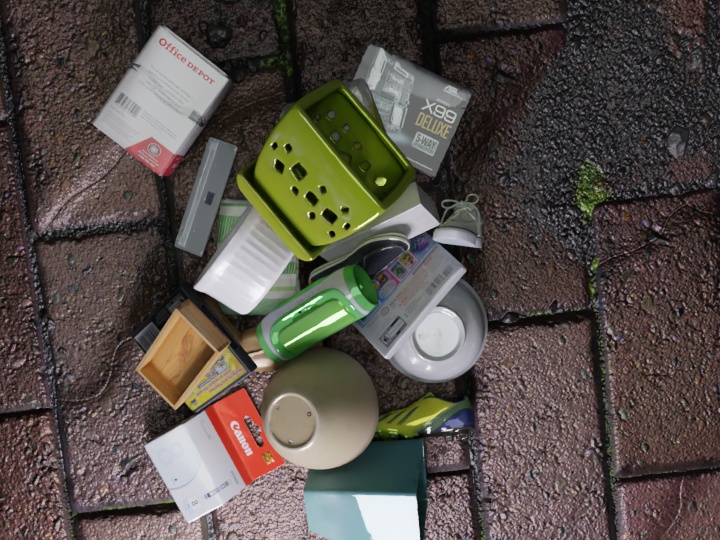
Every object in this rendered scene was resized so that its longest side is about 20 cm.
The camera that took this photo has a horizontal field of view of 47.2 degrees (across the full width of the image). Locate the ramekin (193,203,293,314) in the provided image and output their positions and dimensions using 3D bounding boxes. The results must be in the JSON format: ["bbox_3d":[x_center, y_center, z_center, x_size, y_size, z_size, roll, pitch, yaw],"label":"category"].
[{"bbox_3d":[-0.175,-0.027,1.336,0.097,0.201,0.202,36,94,-11],"label":"ramekin"}]

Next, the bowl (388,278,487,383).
[{"bbox_3d":[0.129,0.103,1.423,0.198,0.090,0.205,0,94,-1],"label":"bowl"}]

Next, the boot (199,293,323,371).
[{"bbox_3d":[-0.171,0.101,1.425,0.197,0.066,0.177,-12,117,1],"label":"boot"}]

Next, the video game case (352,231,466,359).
[{"bbox_3d":[0.053,0.017,1.402,0.200,0.024,0.182,-49,60,4],"label":"video game case"}]

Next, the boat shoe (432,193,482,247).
[{"bbox_3d":[0.170,-0.084,1.355,0.073,0.202,0.088,8,92,20],"label":"boat shoe"}]

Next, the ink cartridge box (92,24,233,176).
[{"bbox_3d":[-0.327,-0.282,1.386,0.146,0.083,0.201,37,94,-4],"label":"ink cartridge box"}]

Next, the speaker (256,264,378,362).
[{"bbox_3d":[-0.071,0.071,1.331,0.199,0.088,0.089,-31,95,20],"label":"speaker"}]

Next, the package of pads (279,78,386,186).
[{"bbox_3d":[-0.027,-0.200,1.365,0.152,0.068,0.202,-16,113,18],"label":"package of pads"}]

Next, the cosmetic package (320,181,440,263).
[{"bbox_3d":[0.027,-0.072,1.377,0.198,0.082,0.051,-25,57,20],"label":"cosmetic package"}]

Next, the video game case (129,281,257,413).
[{"bbox_3d":[-0.286,0.135,1.394,0.181,0.025,0.199,51,131,-4],"label":"video game case"}]

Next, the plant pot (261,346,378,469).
[{"bbox_3d":[-0.084,0.231,1.337,0.197,0.134,0.204,0,90,20],"label":"plant pot"}]

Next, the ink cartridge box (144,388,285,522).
[{"bbox_3d":[-0.257,0.327,1.458,0.198,0.047,0.162,-28,94,4],"label":"ink cartridge box"}]

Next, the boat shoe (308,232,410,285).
[{"bbox_3d":[0.000,0.000,1.375,0.198,0.074,0.063,-27,54,22],"label":"boat shoe"}]

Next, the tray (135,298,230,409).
[{"bbox_3d":[-0.295,0.141,1.364,0.099,0.037,0.200,44,131,2],"label":"tray"}]

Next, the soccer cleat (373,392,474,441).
[{"bbox_3d":[0.103,0.260,1.461,0.197,0.065,0.085,-4,66,4],"label":"soccer cleat"}]

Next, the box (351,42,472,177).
[{"bbox_3d":[0.071,-0.272,1.409,0.198,0.050,0.160,25,95,-2],"label":"box"}]

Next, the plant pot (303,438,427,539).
[{"bbox_3d":[0.009,0.385,1.410,0.197,0.142,0.143,-1,117,11],"label":"plant pot"}]

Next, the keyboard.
[{"bbox_3d":[-0.269,-0.128,1.434,0.056,0.011,0.203,19,95,4],"label":"keyboard"}]

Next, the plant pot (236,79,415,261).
[{"bbox_3d":[-0.059,-0.143,1.248,0.181,0.199,0.201,-37,97,29],"label":"plant pot"}]

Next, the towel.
[{"bbox_3d":[-0.177,-0.023,1.443,0.150,0.023,0.204,1,97,0],"label":"towel"}]
